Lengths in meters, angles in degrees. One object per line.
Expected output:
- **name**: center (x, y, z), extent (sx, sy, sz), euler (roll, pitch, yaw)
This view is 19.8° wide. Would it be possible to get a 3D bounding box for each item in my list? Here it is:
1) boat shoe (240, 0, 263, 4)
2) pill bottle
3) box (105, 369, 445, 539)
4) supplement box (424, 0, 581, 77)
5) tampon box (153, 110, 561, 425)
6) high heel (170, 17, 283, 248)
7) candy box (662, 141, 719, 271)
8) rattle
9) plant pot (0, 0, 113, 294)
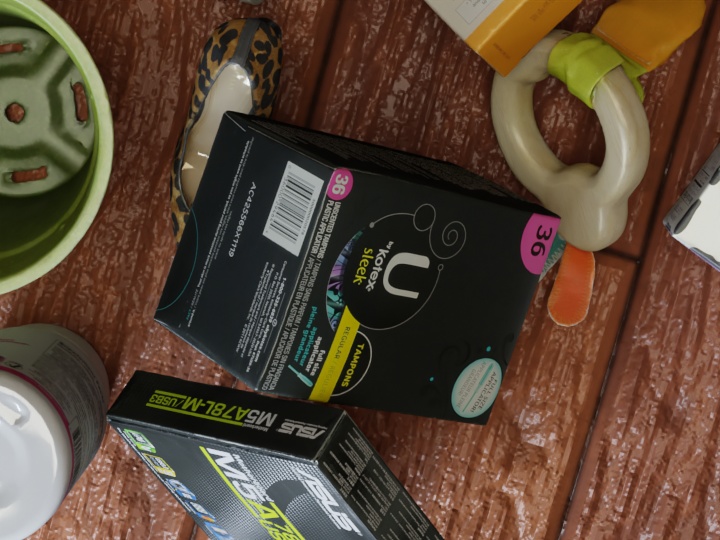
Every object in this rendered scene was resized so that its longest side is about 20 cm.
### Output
- **boat shoe**: center (-0.073, -0.277, 1.359), extent (0.060, 0.074, 0.201), euler (14, 97, 15)
- **pill bottle**: center (-0.229, 0.100, 1.353), extent (0.113, 0.200, 0.114), euler (0, 99, 3)
- **box**: center (-0.043, 0.152, 1.339), extent (0.048, 0.193, 0.200), euler (-55, 132, -24)
- **supplement box**: center (0.064, -0.240, 1.319), extent (0.126, 0.074, 0.200), euler (-44, 71, 9)
- **tampon box**: center (0.000, 0.000, 1.321), extent (0.200, 0.126, 0.150), euler (10, 104, -40)
- **high heel**: center (-0.094, -0.070, 1.354), extent (0.071, 0.143, 0.201), euler (14, 100, 1)
- **candy box**: center (0.327, -0.060, 1.369), extent (0.168, 0.072, 0.200), euler (34, 99, -3)
- **rattle**: center (0.166, -0.082, 1.397), extent (0.130, 0.143, 0.201), euler (4, 120, 31)
- **plant pot**: center (-0.244, -0.096, 1.335), extent (0.199, 0.190, 0.201), euler (0, 99, 2)
